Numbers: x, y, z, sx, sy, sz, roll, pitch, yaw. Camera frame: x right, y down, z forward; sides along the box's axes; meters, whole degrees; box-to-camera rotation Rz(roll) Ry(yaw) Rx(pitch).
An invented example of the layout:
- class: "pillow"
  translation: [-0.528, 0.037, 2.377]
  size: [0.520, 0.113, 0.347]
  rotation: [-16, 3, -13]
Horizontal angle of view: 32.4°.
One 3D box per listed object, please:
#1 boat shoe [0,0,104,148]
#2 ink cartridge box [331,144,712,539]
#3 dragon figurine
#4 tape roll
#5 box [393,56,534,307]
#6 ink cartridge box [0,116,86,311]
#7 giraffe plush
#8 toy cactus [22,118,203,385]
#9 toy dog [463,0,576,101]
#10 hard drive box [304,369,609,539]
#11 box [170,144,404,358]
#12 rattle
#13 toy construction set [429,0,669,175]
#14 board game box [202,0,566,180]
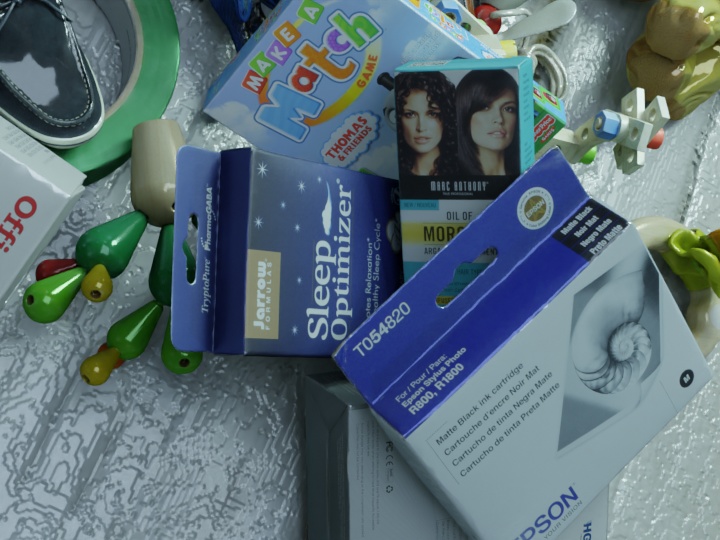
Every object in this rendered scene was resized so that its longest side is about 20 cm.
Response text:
- class: "boat shoe"
  translation: [-0.223, -0.169, 0.777]
  size: [0.075, 0.062, 0.200]
  rotation: [-28, 91, -28]
- class: "ink cartridge box"
  translation: [0.109, 0.060, 0.771]
  size: [0.200, 0.041, 0.200]
  rotation: [-43, 119, -11]
- class: "dragon figurine"
  translation: [-0.076, -0.209, 0.859]
  size: [0.059, 0.200, 0.099]
  rotation: [-21, 48, -28]
- class: "tape roll"
  translation: [-0.224, -0.152, 0.832]
  size: [0.200, 0.048, 0.201]
  rotation: [5, 76, -21]
- class: "box"
  translation: [0.070, -0.035, 0.803]
  size: [0.082, 0.049, 0.200]
  rotation: [1, 106, 16]
- class: "ink cartridge box"
  translation: [-0.286, -0.049, 0.733]
  size: [0.200, 0.083, 0.147]
  rotation: [34, 95, -12]
- class: "giraffe plush"
  translation: [0.273, -0.248, 1.021]
  size: [0.200, 0.173, 0.162]
  rotation: [-29, 68, -16]
- class: "toy cactus"
  translation: [-0.120, -0.013, 0.808]
  size: [0.200, 0.102, 0.165]
  rotation: [-6, 79, -16]
- class: "toy dog"
  translation: [0.129, -0.234, 0.974]
  size: [0.132, 0.096, 0.200]
  rotation: [10, 74, -20]
- class: "hard drive box"
  translation: [0.068, 0.141, 0.842]
  size: [0.200, 0.077, 0.156]
  rotation: [-5, 103, -24]
- class: "box"
  translation: [-0.034, -0.006, 0.765]
  size: [0.200, 0.032, 0.121]
  rotation: [6, 84, -51]
- class: "rattle"
  translation: [0.227, 0.022, 0.937]
  size: [0.200, 0.143, 0.130]
  rotation: [-7, 99, -30]
- class: "toy construction set"
  translation: [0.122, -0.118, 0.922]
  size: [0.200, 0.131, 0.092]
  rotation: [19, 33, -8]
- class: "board game box"
  translation: [0.016, -0.113, 0.852]
  size: [0.200, 0.151, 0.037]
  rotation: [33, 32, -19]
